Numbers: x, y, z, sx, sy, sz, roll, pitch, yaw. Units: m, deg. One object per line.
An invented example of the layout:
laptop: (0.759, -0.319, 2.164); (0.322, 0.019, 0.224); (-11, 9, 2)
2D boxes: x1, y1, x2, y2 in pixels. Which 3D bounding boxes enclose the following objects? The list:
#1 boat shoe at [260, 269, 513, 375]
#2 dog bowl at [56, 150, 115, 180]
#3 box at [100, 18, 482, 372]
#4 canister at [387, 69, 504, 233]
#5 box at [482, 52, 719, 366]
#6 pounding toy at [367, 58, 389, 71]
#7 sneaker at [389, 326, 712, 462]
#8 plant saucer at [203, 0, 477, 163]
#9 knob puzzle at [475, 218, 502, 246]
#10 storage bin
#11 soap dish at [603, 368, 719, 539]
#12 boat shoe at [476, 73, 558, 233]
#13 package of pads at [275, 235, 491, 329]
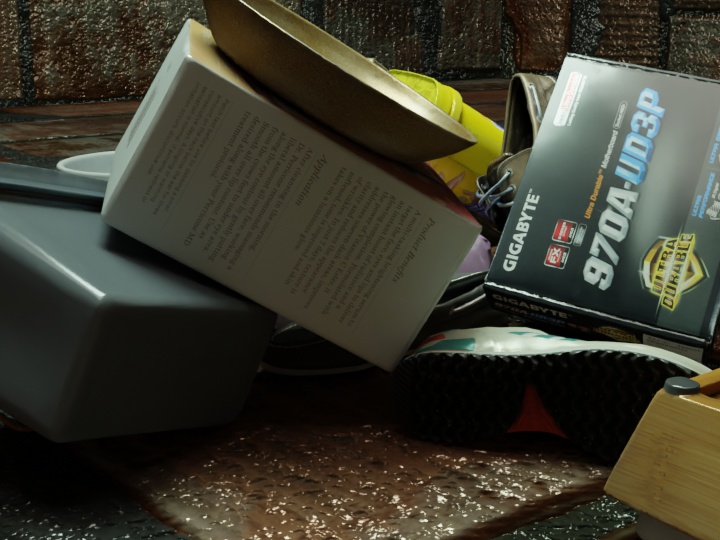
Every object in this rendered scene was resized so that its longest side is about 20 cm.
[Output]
boat shoe: (0.020, 0.034, 0.781); (0.197, 0.058, 0.067); (-6, 15, -21)
dog bowl: (-0.238, -0.085, 1.211); (0.197, 0.080, 0.200); (0, 14, 0)
box: (-0.047, -0.052, 0.674); (0.198, 0.107, 0.153); (28, 13, -19)
canister: (0.105, -0.096, 0.989); (0.198, 0.087, 0.148); (27, 3, -26)
box: (0.193, -0.048, 0.761); (0.157, 0.202, 0.046); (15, -21, 21)
pounding toy: (-0.041, -0.139, 1.270); (0.140, 0.203, 0.184); (4, 0, 16)
sneaker: (0.122, 0.061, 0.641); (0.197, 0.071, 0.093); (2, 20, 18)
plant saucer: (-0.020, -0.119, 0.660); (0.199, 0.036, 0.200); (31, 13, -8)
knob puzzle: (0.008, -0.051, 1.008); (0.216, 0.031, 0.220); (5, -15, 1)
storage bin: (-0.152, 0.036, 0.619); (0.133, 0.147, 0.199); (28, 11, 30)
soap dish: (0.240, 0.090, 0.509); (0.198, 0.082, 0.157); (-11, 18, -35)
boat shoe: (0.128, -0.063, 0.847); (0.072, 0.203, 0.072); (19, -26, -19)
package of pads: (0.000, 0.000, 0.876); (0.197, 0.077, 0.120); (-3, 10, -14)
